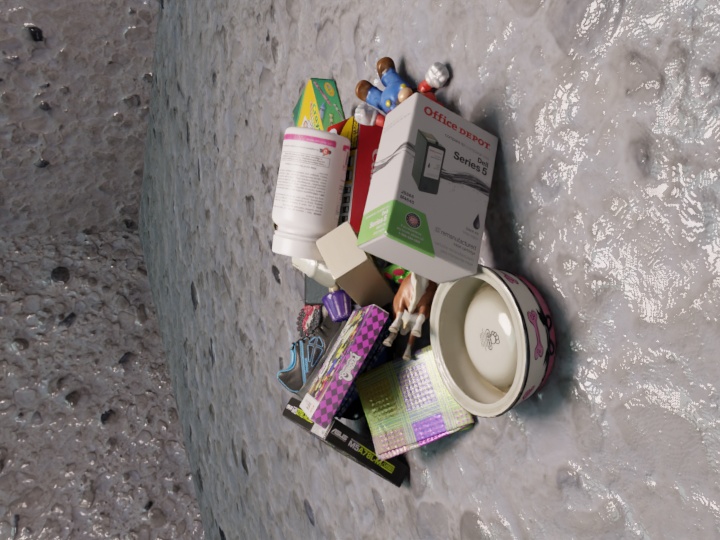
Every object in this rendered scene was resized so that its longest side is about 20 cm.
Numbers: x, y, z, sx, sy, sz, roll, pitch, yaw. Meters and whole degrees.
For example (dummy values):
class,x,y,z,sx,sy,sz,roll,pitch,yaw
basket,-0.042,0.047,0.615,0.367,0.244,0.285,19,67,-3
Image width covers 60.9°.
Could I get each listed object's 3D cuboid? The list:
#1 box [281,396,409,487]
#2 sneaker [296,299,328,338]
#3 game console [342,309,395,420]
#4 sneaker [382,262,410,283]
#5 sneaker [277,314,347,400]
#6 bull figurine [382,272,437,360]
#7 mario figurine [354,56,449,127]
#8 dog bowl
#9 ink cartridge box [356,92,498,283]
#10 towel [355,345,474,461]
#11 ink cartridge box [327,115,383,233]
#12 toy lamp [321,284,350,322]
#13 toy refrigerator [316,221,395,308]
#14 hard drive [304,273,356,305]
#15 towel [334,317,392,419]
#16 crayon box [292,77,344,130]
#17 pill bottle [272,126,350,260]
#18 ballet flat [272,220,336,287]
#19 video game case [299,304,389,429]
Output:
class,x,y,z,sx,sy,sz,roll,pitch,yaw
box,-0.032,0.318,1.148,0.048,0.192,0.199,-60,25,-15
sneaker,-0.070,0.055,1.284,0.081,0.074,0.203,45,120,35
game console,-0.019,0.176,1.166,0.118,0.175,0.199,57,154,-11
sneaker,0.093,-0.037,0.983,0.201,0.075,0.085,124,167,-58
sneaker,-0.090,0.147,1.201,0.203,0.081,0.073,-63,8,-22
bull figurine,0.079,0.051,0.937,0.201,0.064,0.123,88,-158,-63
mario figurine,0.060,-0.274,0.948,0.200,0.104,0.126,50,133,45
dog bowl,0.178,0.090,0.825,0.199,0.072,0.206,13,105,60
ink cartridge box,0.091,-0.106,0.811,0.084,0.143,0.205,-20,53,60
towel,0.082,0.211,0.993,0.198,0.023,0.147,-29,68,30
ink cartridge box,0.003,-0.158,1.064,0.174,0.082,0.206,0,84,61
toy lamp,-0.060,-0.003,1.151,0.058,0.057,0.204,-43,59,55
toy refrigerator,0.000,0.000,1.028,0.077,0.069,0.200,62,-175,26
hard drive,-0.054,-0.033,1.205,0.137,0.033,0.206,-3,85,39
towel,-0.012,0.154,1.124,0.202,0.024,0.145,-59,23,7
crayon box,-0.077,-0.271,1.252,0.119,0.057,0.204,-42,58,56
pill bottle,-0.086,-0.125,1.015,0.113,0.111,0.205,16,97,59
ballet flat,-0.107,-0.034,1.115,0.201,0.062,0.068,52,137,40
video game case,-0.031,0.155,1.017,0.203,0.035,0.181,-60,6,-10
